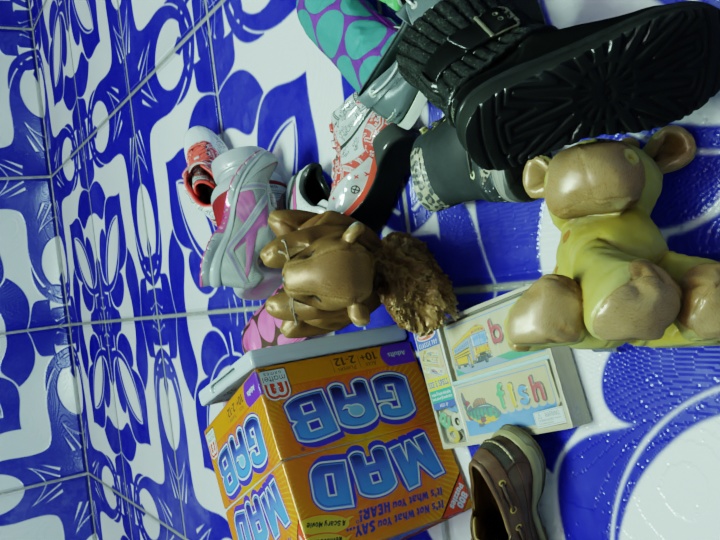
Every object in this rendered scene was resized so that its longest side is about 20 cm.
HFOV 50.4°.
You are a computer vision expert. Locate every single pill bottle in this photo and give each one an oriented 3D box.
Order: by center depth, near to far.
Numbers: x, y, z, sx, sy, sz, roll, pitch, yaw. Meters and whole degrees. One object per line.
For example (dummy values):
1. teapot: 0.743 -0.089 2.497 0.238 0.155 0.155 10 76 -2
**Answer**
1. pill bottle: -0.147 -0.068 1.081 0.112 0.112 0.200 -41 62 53

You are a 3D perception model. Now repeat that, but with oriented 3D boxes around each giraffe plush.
1. giraffe plush: 0.183 -0.026 0.556 0.200 0.172 0.163 67 -158 -80

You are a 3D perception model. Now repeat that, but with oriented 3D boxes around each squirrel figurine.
1. squirrel figurine: 0.000 0.000 0.765 0.187 0.199 0.142 157 114 -82

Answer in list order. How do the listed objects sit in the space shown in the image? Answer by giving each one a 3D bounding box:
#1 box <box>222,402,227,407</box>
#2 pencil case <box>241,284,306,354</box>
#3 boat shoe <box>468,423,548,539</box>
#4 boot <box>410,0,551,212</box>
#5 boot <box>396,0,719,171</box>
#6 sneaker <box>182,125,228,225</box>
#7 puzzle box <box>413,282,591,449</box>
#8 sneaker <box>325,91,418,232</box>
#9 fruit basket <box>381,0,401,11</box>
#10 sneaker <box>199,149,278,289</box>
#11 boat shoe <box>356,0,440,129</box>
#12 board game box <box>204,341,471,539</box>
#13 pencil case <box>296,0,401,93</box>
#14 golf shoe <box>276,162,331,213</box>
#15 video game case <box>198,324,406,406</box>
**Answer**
1. box: -0.128 0.209 1.094 0.200 0.094 0.103 135 122 -64
2. pencil case: -0.097 0.074 1.056 0.200 0.091 0.094 -47 21 53
3. boat shoe: 0.132 0.243 0.720 0.072 0.067 0.201 20 124 51
4. boot: 0.100 -0.155 0.708 0.154 0.073 0.204 -8 87 62
5. boot: 0.141 -0.161 0.557 0.158 0.211 0.080 -110 6 -52
6. sneaker: -0.243 -0.163 1.203 0.202 0.067 0.108 66 -174 20
7. puzzle box: 0.130 0.099 0.753 0.200 0.025 0.133 -32 68 56
8. sneaker: -0.006 -0.116 0.891 0.108 0.067 0.202 62 139 32
9. fruit basket: 0.033 -0.362 0.730 0.185 0.094 0.200 50 154 41
10. sneaker: -0.137 -0.059 0.983 0.081 0.088 0.200 129 159 -72
11. boat shoe: 0.056 -0.227 0.686 0.073 0.062 0.200 -88 20 -62
12. board game box: -0.035 0.224 0.875 0.200 0.200 0.200 -50 54 50
13. pencil case: 0.005 -0.251 0.824 0.200 0.085 0.093 53 133 38
14. golf shoe: -0.051 -0.044 0.970 0.092 0.072 0.200 -53 52 46
15. video game case: -0.071 0.114 0.911 0.182 0.200 0.022 -39 64 54
